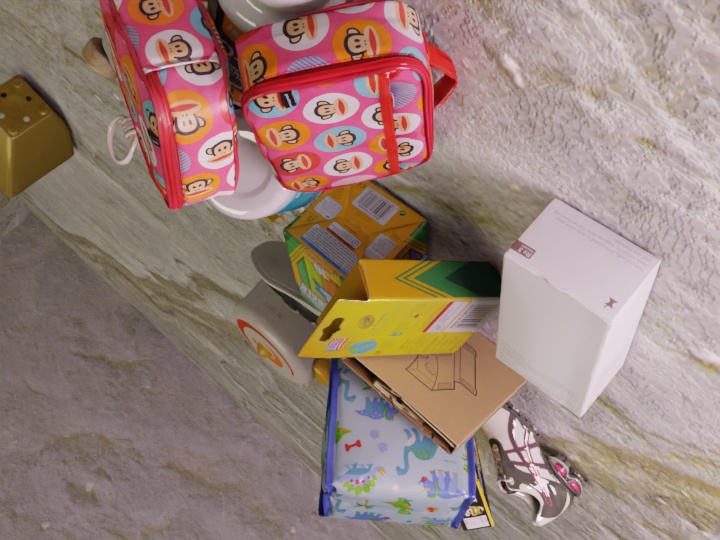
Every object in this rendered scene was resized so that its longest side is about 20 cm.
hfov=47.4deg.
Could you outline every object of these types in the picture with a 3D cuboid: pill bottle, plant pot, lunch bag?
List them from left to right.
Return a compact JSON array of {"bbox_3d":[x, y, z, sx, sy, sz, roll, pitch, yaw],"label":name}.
[{"bbox_3d":[-0.785,-0.326,1.864,0.196,0.194,0.200,46,151,-1],"label":"plant pot"},{"bbox_3d":[-0.168,-0.162,0.728,0.176,0.081,0.201,102,147,-61],"label":"lunch bag"},{"bbox_3d":[-0.096,-0.118,0.901,0.111,0.111,0.200,44,-166,4],"label":"pill bottle"},{"bbox_3d":[-0.077,-0.231,0.724,0.116,0.116,0.200,46,161,-1],"label":"pill bottle"},{"bbox_3d":[-0.004,-0.144,0.699,0.200,0.175,0.082,69,-170,-72],"label":"lunch bag"},{"bbox_3d":[0.041,0.187,0.962,0.169,0.201,0.128,6,145,-5],"label":"lunch bag"}]

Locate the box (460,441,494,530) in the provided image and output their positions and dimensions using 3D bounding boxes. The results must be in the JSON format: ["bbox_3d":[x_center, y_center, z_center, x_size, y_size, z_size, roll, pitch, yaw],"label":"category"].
[{"bbox_3d":[0.130,0.227,1.114,0.160,0.049,0.201,64,-166,-50],"label":"box"}]

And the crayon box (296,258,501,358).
[{"bbox_3d":[0.039,0.042,0.871,0.127,0.199,0.051,-53,44,49],"label":"crayon box"}]

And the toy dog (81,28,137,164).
[{"bbox_3d":[-0.233,-0.221,0.937,0.131,0.096,0.201,-23,79,31],"label":"toy dog"}]

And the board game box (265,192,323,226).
[{"bbox_3d":[-0.091,-0.083,1.131,0.200,0.026,0.200,45,162,25],"label":"board game box"}]

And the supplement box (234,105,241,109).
[{"bbox_3d":[-0.185,-0.173,1.065,0.200,0.061,0.110,26,128,52],"label":"supplement box"}]

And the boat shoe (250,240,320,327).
[{"bbox_3d":[-0.081,0.024,1.161,0.199,0.074,0.061,31,149,33],"label":"boat shoe"}]

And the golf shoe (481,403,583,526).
[{"bbox_3d":[0.211,0.253,1.123,0.200,0.088,0.077,46,162,8],"label":"golf shoe"}]

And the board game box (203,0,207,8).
[{"bbox_3d":[-0.158,-0.263,0.925,0.200,0.046,0.152,21,149,49],"label":"board game box"}]

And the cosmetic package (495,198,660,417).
[{"bbox_3d":[0.193,0.041,0.761,0.113,0.081,0.200,36,157,23],"label":"cosmetic package"}]

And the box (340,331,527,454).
[{"bbox_3d":[0.093,0.114,0.958,0.163,0.200,0.021,39,124,19],"label":"box"}]

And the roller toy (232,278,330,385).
[{"bbox_3d":[-0.121,0.098,1.406,0.182,0.140,0.200,17,146,54],"label":"roller toy"}]

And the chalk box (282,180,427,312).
[{"bbox_3d":[0.000,0.000,1.001,0.125,0.124,0.200,38,159,23],"label":"chalk box"}]
